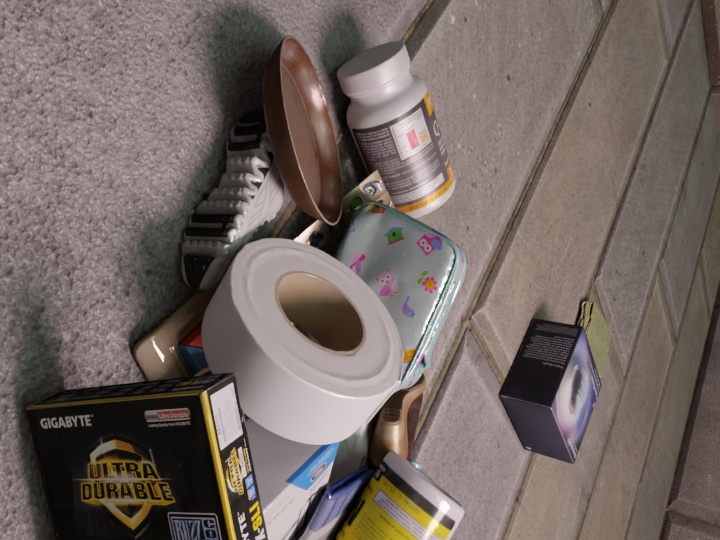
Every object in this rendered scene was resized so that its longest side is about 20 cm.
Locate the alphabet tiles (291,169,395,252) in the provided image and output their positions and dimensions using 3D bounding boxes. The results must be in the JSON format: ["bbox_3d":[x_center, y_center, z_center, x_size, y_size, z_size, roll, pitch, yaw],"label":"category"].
[{"bbox_3d":[0.000,0.000,0.797,0.166,0.007,0.203,-40,126,-15],"label":"alphabet tiles"}]

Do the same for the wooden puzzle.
[{"bbox_3d":[-0.130,0.097,0.675,0.200,0.036,0.190,-44,126,-37],"label":"wooden puzzle"}]

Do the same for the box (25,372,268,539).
[{"bbox_3d":[-0.174,0.176,0.492,0.049,0.194,0.166,-24,104,-64],"label":"box"}]

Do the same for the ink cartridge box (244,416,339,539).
[{"bbox_3d":[-0.105,0.240,0.618,0.145,0.083,0.204,-36,150,-40],"label":"ink cartridge box"}]

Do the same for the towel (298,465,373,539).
[{"bbox_3d":[-0.059,0.319,0.683,0.204,0.023,0.146,-61,160,5],"label":"towel"}]

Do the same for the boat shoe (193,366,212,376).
[{"bbox_3d":[-0.181,0.189,0.582,0.202,0.062,0.071,-54,129,-11],"label":"boat shoe"}]

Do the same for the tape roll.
[{"bbox_3d":[-0.053,0.064,0.599,0.199,0.204,0.071,1,136,-49],"label":"tape roll"}]

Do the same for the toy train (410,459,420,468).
[{"bbox_3d":[0.063,0.398,0.932,0.147,0.055,0.205,28,82,-20],"label":"toy train"}]

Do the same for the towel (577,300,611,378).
[{"bbox_3d":[0.586,0.178,1.531,0.199,0.036,0.153,40,64,-44],"label":"towel"}]

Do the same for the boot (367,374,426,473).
[{"bbox_3d":[0.046,0.244,0.861,0.200,0.070,0.173,-52,148,-68],"label":"boot"}]

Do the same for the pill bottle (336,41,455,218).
[{"bbox_3d":[0.047,-0.180,0.795,0.117,0.114,0.204,-47,128,-34],"label":"pill bottle"}]

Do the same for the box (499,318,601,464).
[{"bbox_3d":[0.401,0.250,1.258,0.201,0.121,0.202,-55,131,-28],"label":"box"}]

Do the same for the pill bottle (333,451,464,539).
[{"bbox_3d":[0.024,0.327,0.696,0.203,0.113,0.114,-55,133,-9],"label":"pill bottle"}]

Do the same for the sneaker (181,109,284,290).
[{"bbox_3d":[-0.123,-0.067,0.646,0.081,0.073,0.205,46,61,-51],"label":"sneaker"}]

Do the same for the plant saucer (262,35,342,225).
[{"bbox_3d":[-0.064,-0.149,0.672,0.200,0.033,0.208,-12,91,-77],"label":"plant saucer"}]

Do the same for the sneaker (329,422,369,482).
[{"bbox_3d":[-0.025,0.170,0.775,0.097,0.074,0.208,17,81,-35],"label":"sneaker"}]

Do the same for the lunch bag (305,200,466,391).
[{"bbox_3d":[0.033,0.037,0.728,0.205,0.157,0.077,-65,163,4],"label":"lunch bag"}]
